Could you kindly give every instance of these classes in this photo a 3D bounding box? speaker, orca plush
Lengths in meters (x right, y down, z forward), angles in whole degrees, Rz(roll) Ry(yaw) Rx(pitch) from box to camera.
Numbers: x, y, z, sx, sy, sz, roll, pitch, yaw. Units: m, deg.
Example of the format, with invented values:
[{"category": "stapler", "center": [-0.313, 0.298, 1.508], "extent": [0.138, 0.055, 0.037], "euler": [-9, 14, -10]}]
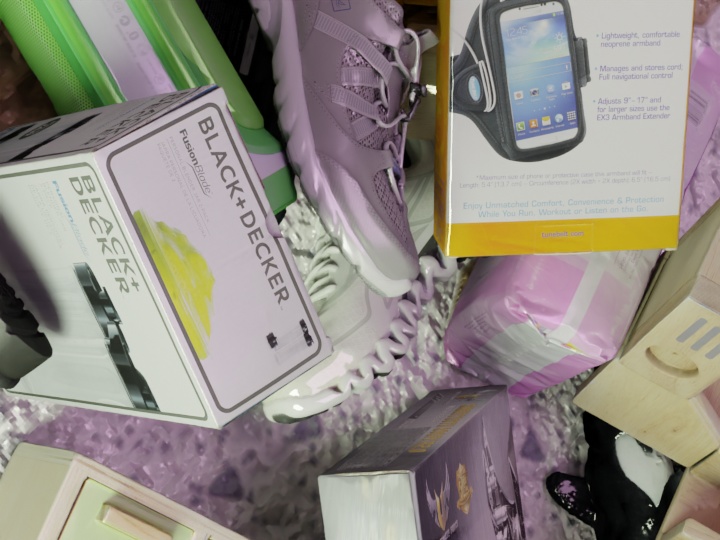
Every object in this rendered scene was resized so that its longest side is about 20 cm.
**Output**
[{"category": "speaker", "center": [-0.108, -0.101, 0.692], "extent": [0.088, 0.088, 0.200], "euler": [-33, 96, -33]}, {"category": "orca plush", "center": [0.147, 0.117, 0.910], "extent": [0.071, 0.105, 0.201], "euler": [-8, 98, -6]}]

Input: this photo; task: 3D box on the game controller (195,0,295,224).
[{"category": "game controller", "center": [-0.068, -0.116, 0.778], "extent": [0.104, 0.042, 0.201], "euler": [16, 79, -21]}]

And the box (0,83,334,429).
[{"category": "box", "center": [-0.108, -0.005, 0.637], "extent": [0.060, 0.200, 0.117], "euler": [-32, 109, -32]}]

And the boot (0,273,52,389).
[{"category": "boot", "center": [-0.243, 0.008, 0.613], "extent": [0.158, 0.079, 0.211], "euler": [-39, 81, 1]}]

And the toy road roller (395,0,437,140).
[{"category": "toy road roller", "center": [0.071, -0.174, 0.818], "extent": [0.146, 0.123, 0.201], "euler": [-64, 158, -72]}]

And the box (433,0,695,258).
[{"category": "box", "center": [0.097, -0.107, 0.736], "extent": [0.119, 0.041, 0.201], "euler": [-2, 106, -7]}]

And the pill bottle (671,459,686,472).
[{"category": "pill bottle", "center": [0.245, 0.095, 0.955], "extent": [0.116, 0.116, 0.201], "euler": [1, 89, -37]}]

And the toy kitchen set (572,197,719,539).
[{"category": "toy kitchen set", "center": [0.218, 0.095, 0.783], "extent": [0.200, 0.180, 0.163], "euler": [29, 66, 1]}]

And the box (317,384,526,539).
[{"category": "box", "center": [0.042, 0.154, 0.779], "extent": [0.200, 0.048, 0.159], "euler": [-20, 104, -71]}]

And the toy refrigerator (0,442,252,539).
[{"category": "toy refrigerator", "center": [-0.083, 0.158, 0.735], "extent": [0.200, 0.070, 0.076], "euler": [34, 70, -31]}]

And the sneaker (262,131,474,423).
[{"category": "sneaker", "center": [0.000, 0.000, 0.804], "extent": [0.081, 0.075, 0.200], "euler": [50, 51, -15]}]

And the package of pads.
[{"category": "package of pads", "center": [0.125, -0.033, 0.857], "extent": [0.076, 0.120, 0.200], "euler": [31, 69, -9]}]

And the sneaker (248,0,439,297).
[{"category": "sneaker", "center": [0.001, -0.088, 0.718], "extent": [0.082, 0.075, 0.200], "euler": [-16, 83, 3]}]
